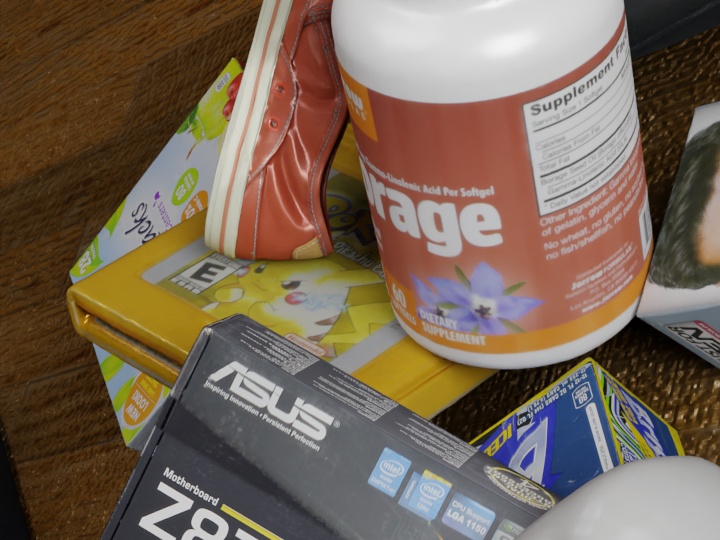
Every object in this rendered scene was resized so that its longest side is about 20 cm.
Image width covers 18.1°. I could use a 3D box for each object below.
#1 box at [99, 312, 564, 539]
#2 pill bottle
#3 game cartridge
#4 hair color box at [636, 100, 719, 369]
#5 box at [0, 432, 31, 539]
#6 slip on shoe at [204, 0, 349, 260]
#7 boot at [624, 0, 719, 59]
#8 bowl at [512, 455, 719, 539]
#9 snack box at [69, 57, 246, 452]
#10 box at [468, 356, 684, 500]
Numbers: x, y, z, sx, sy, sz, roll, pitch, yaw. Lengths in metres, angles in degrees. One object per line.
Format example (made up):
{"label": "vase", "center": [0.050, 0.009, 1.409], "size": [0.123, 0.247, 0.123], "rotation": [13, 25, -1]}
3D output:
{"label": "box", "center": [-0.003, 0.134, 0.866], "size": [0.161, 0.200, 0.049], "rotation": [-63, -11, 13]}
{"label": "pill bottle", "center": [0.050, -0.069, 0.876], "size": [0.112, 0.200, 0.112], "rotation": [-8, 37, 6]}
{"label": "game cartridge", "center": [0.000, 0.000, 0.995], "size": [0.200, 0.032, 0.176], "rotation": [-35, 42, -31]}
{"label": "hair color box", "center": [0.201, -0.024, 0.844], "size": [0.200, 0.061, 0.099], "rotation": [-13, 53, 54]}
{"label": "box", "center": [-0.319, 0.136, 1.372], "size": [0.117, 0.197, 0.200], "rotation": [-53, 29, 13]}
{"label": "slip on shoe", "center": [-0.015, -0.098, 0.975], "size": [0.074, 0.061, 0.200], "rotation": [-17, -58, -88]}
{"label": "boot", "center": [0.093, -0.161, 0.953], "size": [0.200, 0.066, 0.165], "rotation": [-28, 69, 40]}
{"label": "bowl", "center": [0.081, 0.179, 0.745], "size": [0.200, 0.075, 0.200], "rotation": [-48, 57, 19]}
{"label": "snack box", "center": [-0.076, -0.002, 1.253], "size": [0.169, 0.068, 0.200], "rotation": [-51, 29, 14]}
{"label": "box", "center": [0.042, 0.126, 0.924], "size": [0.200, 0.064, 0.070], "rotation": [-38, 34, 21]}
